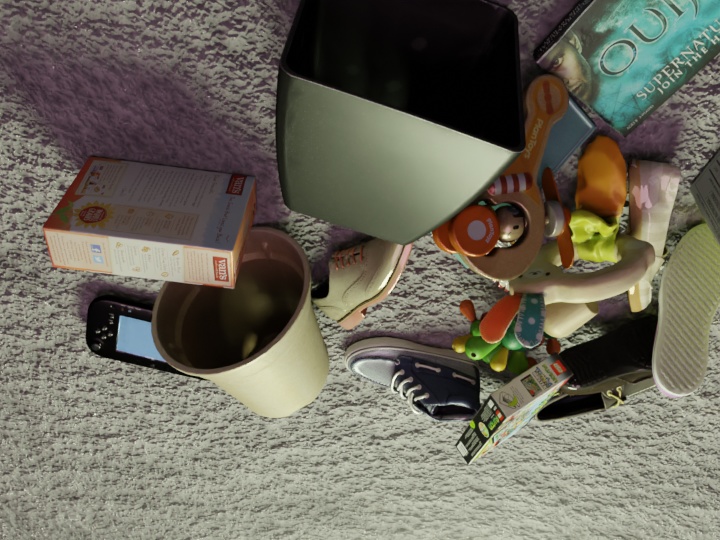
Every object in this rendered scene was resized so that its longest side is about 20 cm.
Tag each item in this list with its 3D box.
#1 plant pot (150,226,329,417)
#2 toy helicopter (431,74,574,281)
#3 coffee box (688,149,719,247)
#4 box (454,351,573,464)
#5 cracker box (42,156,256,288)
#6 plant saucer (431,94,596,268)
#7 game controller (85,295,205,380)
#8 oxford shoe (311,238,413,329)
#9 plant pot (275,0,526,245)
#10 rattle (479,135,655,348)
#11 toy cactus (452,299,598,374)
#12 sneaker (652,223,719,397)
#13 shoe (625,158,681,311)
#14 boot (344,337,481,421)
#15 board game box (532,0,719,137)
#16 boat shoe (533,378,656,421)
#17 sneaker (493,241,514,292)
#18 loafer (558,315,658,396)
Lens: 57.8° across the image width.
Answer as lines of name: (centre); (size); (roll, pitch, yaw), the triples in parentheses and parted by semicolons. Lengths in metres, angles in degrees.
plant pot: (-0.126, 0.082, 0.814); (0.196, 0.203, 0.185); (-10, 141, 13)
toy helicopter: (0.160, -0.087, 0.631); (0.130, 0.079, 0.204); (20, 90, -9)
coffee box: (0.480, -0.064, 0.618); (0.196, 0.202, 0.200); (17, 130, -9)
box: (0.196, 0.187, 0.860); (0.109, 0.035, 0.201); (-27, 154, -20)
cracker box: (-0.223, -0.055, 0.722); (0.196, 0.135, 0.058); (7, 132, -1)
plant saucer: (0.158, -0.096, 0.673); (0.070, 0.019, 0.201); (39, 95, -18)
game controller: (-0.284, 0.095, 0.916); (0.196, 0.043, 0.105); (14, 130, -9)
oxford shoe: (0.000, 0.000, 0.790); (0.073, 0.071, 0.201); (28, 131, -13)
plant pot: (0.018, -0.143, 0.603); (0.196, 0.202, 0.178); (16, 141, -10)
rattle: (0.201, -0.027, 0.667); (0.197, 0.131, 0.145); (-20, 129, -15)
toy cactus: (0.210, 0.064, 0.792); (0.197, 0.104, 0.164); (9, 148, -40)
sneaker: (0.388, 0.050, 0.782); (0.072, 0.204, 0.114); (18, 175, 24)
shoe: (0.329, -0.033, 0.742); (0.052, 0.071, 0.203); (-2, 128, 17)
boot: (0.073, 0.153, 0.905); (0.195, 0.091, 0.074); (5, 131, 0)
board game box: (0.277, -0.235, 0.602); (0.134, 0.028, 0.200); (29, 126, -20)
boat shoe: (0.335, 0.169, 0.918); (0.198, 0.061, 0.072); (-16, 129, 17)
sneaker: (0.163, -0.052, 0.734); (0.081, 0.079, 0.201); (-24, 125, 21)
loafer: (0.343, 0.116, 0.862); (0.196, 0.074, 0.072); (-12, 152, -2)
